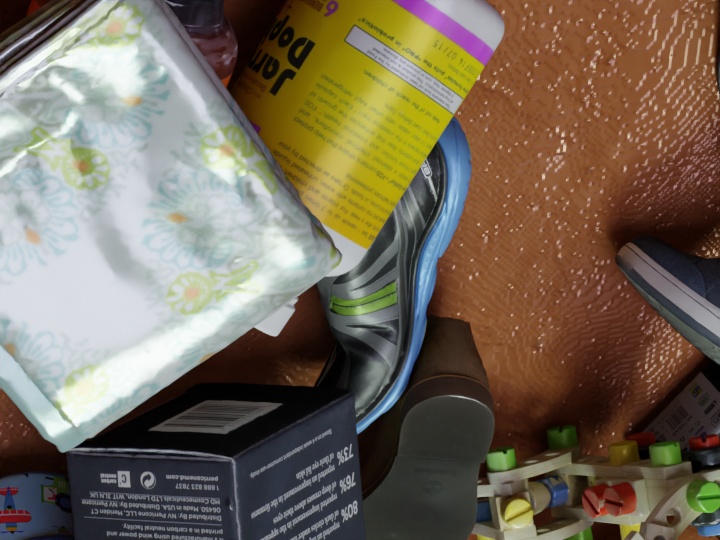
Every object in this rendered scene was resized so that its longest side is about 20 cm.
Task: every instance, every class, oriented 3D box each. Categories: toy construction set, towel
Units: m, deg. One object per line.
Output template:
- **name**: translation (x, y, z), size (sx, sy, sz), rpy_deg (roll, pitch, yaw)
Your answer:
- **toy construction set**: translation (0.140, 0.139, 1.574), size (0.130, 0.200, 0.093), rpy_deg (-10, 108, -30)
- **towel**: translation (-0.127, -0.028, 1.285), size (0.171, 0.048, 0.200), rpy_deg (-32, 120, 5)

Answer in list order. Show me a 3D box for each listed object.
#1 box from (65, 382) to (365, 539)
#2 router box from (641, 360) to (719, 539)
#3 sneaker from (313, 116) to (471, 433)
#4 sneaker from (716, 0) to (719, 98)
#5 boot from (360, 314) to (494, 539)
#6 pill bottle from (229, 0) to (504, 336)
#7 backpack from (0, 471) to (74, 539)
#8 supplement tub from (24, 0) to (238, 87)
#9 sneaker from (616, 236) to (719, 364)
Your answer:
- **box**: translation (-0.070, 0.174, 1.459), size (0.148, 0.104, 0.202), rpy_deg (-23, 111, -62)
- **router box**: translation (0.282, 0.084, 1.687), size (0.200, 0.051, 0.149), rpy_deg (-47, 130, 8)
- **sneaker**: translation (0.000, 0.000, 1.492), size (0.082, 0.071, 0.201), rpy_deg (8, 116, -14)
- **sneaker**: translation (0.273, -0.142, 1.521), size (0.145, 0.077, 0.203), rpy_deg (-17, 125, -12)
- **boot**: translation (0.034, 0.105, 1.572), size (0.073, 0.076, 0.201), rpy_deg (8, 138, -12)
- **pill bottle**: translation (-0.019, -0.070, 1.386), size (0.104, 0.104, 0.201), rpy_deg (31, 93, -37)
- **backpack**: translation (-0.194, 0.220, 1.491), size (0.200, 0.135, 0.183), rpy_deg (-39, 130, -2)
- **supplement tub**: translation (-0.126, -0.080, 1.345), size (0.106, 0.107, 0.201), rpy_deg (11, 116, -31)
- **sneaker**: translation (0.260, 0.000, 1.554), size (0.147, 0.202, 0.077), rpy_deg (-56, 161, -3)
